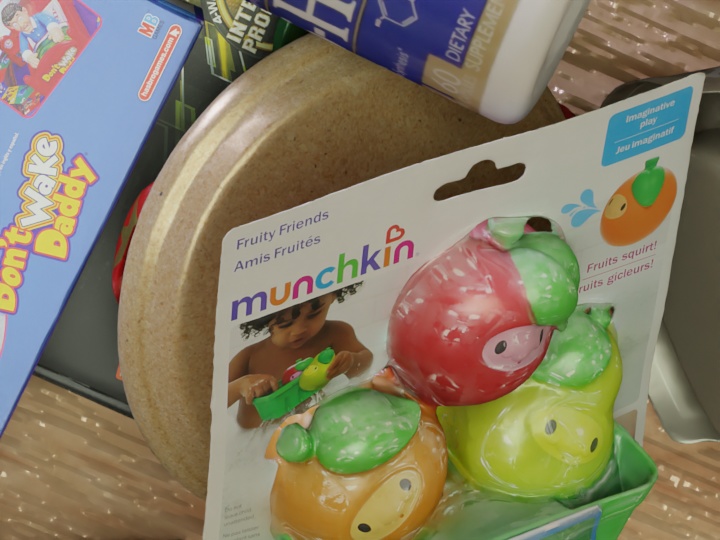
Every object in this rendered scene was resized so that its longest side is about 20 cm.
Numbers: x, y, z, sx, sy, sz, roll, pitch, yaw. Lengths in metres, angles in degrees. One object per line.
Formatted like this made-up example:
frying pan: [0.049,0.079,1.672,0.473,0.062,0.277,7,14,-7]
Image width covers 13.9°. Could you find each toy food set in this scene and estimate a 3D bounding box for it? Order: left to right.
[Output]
toy food set: [0.000,0.000,1.049,0.198,0.049,0.200,-47,128,-7]

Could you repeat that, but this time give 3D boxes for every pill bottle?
pill bottle: [-0.012,-0.142,0.962,0.199,0.120,0.120,26,97,6]

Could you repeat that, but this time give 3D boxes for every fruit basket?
fruit basket: [0.033,0.042,0.981,0.184,0.094,0.201,-18,141,-26]

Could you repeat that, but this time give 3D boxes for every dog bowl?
dog bowl: [0.155,0.016,1.032,0.058,0.200,0.201,-24,103,-16]

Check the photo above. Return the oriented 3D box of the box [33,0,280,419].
box: [-0.099,-0.065,1.056,0.160,0.049,0.201,25,98,-8]

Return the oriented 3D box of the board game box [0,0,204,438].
board game box: [-0.156,-0.028,1.012,0.134,0.045,0.201,26,99,-9]
